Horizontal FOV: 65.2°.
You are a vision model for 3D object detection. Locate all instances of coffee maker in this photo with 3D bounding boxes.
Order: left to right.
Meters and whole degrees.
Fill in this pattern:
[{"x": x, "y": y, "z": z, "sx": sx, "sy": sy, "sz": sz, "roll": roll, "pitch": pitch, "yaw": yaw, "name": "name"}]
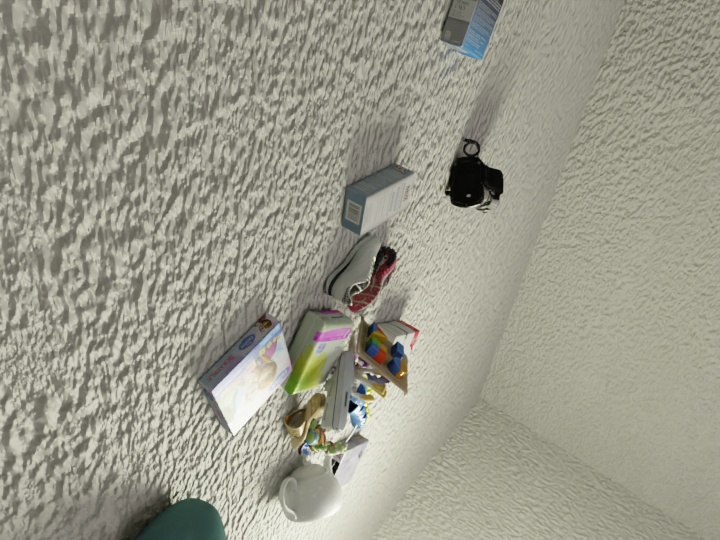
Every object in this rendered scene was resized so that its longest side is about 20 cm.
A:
[{"x": 0.363, "y": -0.279, "z": 1.716, "sx": 0.199, "sy": 0.134, "sz": 0.194, "roll": -6, "pitch": 121, "yaw": -61, "name": "coffee maker"}]

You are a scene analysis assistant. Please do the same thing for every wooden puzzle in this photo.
[{"x": 0.071, "y": 0.224, "z": 1.542, "sx": 0.046, "sy": 0.200, "sz": 0.186, "roll": -41, "pitch": -167, "yaw": 18, "name": "wooden puzzle"}]

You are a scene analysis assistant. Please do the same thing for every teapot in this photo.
[{"x": -0.151, "y": 0.640, "z": 1.666, "sx": 0.200, "sy": 0.194, "sz": 0.149, "roll": 165, "pitch": -84, "yaw": -75, "name": "teapot"}]

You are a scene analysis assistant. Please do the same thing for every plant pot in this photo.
[{"x": -0.359, "y": 0.558, "z": 1.166, "sx": 0.135, "sy": 0.197, "sz": 0.202, "roll": -74, "pitch": 175, "yaw": -54, "name": "plant pot"}]

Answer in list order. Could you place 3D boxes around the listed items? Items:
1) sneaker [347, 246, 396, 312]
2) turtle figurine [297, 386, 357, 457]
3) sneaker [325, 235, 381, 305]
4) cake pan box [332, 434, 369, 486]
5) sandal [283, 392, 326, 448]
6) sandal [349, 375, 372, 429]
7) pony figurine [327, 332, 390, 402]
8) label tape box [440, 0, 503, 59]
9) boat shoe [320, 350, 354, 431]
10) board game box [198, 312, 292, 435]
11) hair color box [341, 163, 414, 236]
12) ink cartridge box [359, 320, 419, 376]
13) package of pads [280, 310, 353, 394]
[{"x": 0.038, "y": 0.034, "z": 1.480, "sx": 0.201, "sy": 0.080, "sz": 0.075, "roll": -51, "pitch": 155, "yaw": -22, "name": "sneaker"}, {"x": -0.082, "y": 0.452, "z": 1.598, "sx": 0.202, "sy": 0.142, "sz": 0.194, "roll": -61, "pitch": 165, "yaw": -18, "name": "turtle figurine"}, {"x": 0.000, "y": 0.000, "z": 1.374, "sx": 0.201, "sy": 0.080, "sz": 0.077, "roll": -53, "pitch": 152, "yaw": -22, "name": "sneaker"}, {"x": -0.063, "y": 0.685, "z": 1.987, "sx": 0.199, "sy": 0.052, "sz": 0.186, "roll": 7, "pitch": 107, "yaw": -64, "name": "cake pan box"}, {"x": -0.166, "y": 0.389, "z": 1.483, "sx": 0.069, "sy": 0.078, "sz": 0.213, "roll": 15, "pitch": 127, "yaw": -26, "name": "sandal"}, {"x": -0.015, "y": 0.431, "z": 1.799, "sx": 0.087, "sy": 0.079, "sz": 0.203, "roll": -29, "pitch": 132, "yaw": -43, "name": "sandal"}, {"x": -0.014, "y": 0.282, "z": 1.548, "sx": 0.193, "sy": 0.197, "sz": 0.169, "roll": -34, "pitch": 140, "yaw": -71, "name": "pony figurine"}, {"x": 0.266, "y": -0.603, "z": 1.285, "sx": 0.143, "sy": 0.066, "sz": 0.203, "roll": -12, "pitch": 124, "yaw": -59, "name": "label tape box"}, {"x": -0.063, "y": 0.299, "z": 1.420, "sx": 0.074, "sy": 0.064, "sz": 0.203, "roll": 56, "pitch": 39, "yaw": -56, "name": "boat shoe"}, {"x": -0.235, "y": 0.223, "z": 1.198, "sx": 0.200, "sy": 0.041, "sz": 0.201, "roll": -47, "pitch": 151, "yaw": -29, "name": "board game box"}, {"x": 0.043, "y": -0.167, "z": 1.306, "sx": 0.199, "sy": 0.060, "sz": 0.100, "roll": -33, "pitch": 143, "yaw": -45, "name": "hair color box"}, {"x": 0.094, "y": 0.244, "z": 1.795, "sx": 0.199, "sy": 0.083, "sz": 0.147, "roll": 3, "pitch": 114, "yaw": -62, "name": "ink cartridge box"}, {"x": -0.109, "y": 0.195, "z": 1.378, "sx": 0.154, "sy": 0.068, "sz": 0.202, "roll": 5, "pitch": 114, "yaw": -63, "name": "package of pads"}]
